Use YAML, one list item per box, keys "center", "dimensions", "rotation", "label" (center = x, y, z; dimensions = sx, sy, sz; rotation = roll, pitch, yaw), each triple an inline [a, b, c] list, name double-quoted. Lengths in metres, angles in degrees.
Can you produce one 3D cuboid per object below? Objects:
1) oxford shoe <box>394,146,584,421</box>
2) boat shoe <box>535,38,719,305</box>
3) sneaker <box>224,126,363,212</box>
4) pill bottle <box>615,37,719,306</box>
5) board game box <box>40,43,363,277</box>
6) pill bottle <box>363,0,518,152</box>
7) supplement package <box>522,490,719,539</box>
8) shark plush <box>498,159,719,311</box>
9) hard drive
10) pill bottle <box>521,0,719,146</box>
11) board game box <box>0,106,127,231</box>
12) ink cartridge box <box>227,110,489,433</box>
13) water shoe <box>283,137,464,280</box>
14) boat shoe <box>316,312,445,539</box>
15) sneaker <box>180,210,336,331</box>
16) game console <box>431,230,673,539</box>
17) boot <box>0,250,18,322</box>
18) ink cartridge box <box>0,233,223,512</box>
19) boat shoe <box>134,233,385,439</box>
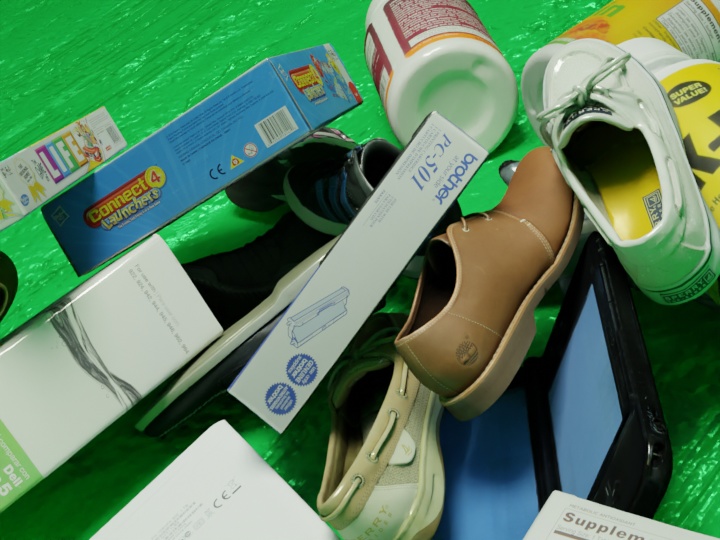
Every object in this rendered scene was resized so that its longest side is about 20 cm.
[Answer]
- center: [0.078, -0.013, 0.677]
  dimensions: [0.071, 0.071, 0.201]
  rotation: [-34, 21, 49]
  label: "oxford shoe"
- center: [0.134, -0.077, 0.646]
  dimensions: [0.074, 0.086, 0.204]
  rotation: [-31, 44, 23]
  label: "boat shoe"
- center: [-0.026, -0.092, 0.988]
  dimensions: [0.198, 0.081, 0.086]
  rotation: [16, 37, 35]
  label: "sneaker"
- center: [0.218, -0.058, 0.707]
  dimensions: [0.113, 0.115, 0.200]
  rotation: [-26, 43, -10]
  label: "pill bottle"
- center: [-0.108, -0.088, 0.854]
  dimensions: [0.198, 0.056, 0.196]
  rotation: [-30, 7, 15]
  label: "board game box"
- center: [0.065, -0.186, 1.036]
  dimensions: [0.113, 0.115, 0.201]
  rotation: [-18, 34, 2]
  label: "pill bottle"
- center: [0.091, 0.208, 0.460]
  dimensions: [0.113, 0.111, 0.200]
  rotation: [10, 44, 38]
  label: "supplement package"
- center: [0.160, 0.003, 0.795]
  dimensions: [0.198, 0.091, 0.084]
  rotation: [21, 67, 18]
  label: "shark plush"
- center: [-0.078, 0.178, 0.650]
  dimensions: [0.132, 0.025, 0.199]
  rotation: [-42, 37, -12]
  label: "hard drive"
- center: [0.234, -0.170, 0.924]
  dimensions: [0.199, 0.112, 0.111]
  rotation: [-34, 36, -21]
  label: "pill bottle"
- center: [-0.244, -0.045, 0.761]
  dimensions: [0.133, 0.034, 0.200]
  rotation: [-28, 13, 13]
  label: "board game box"
- center: [0.000, 0.000, 0.703]
  dimensions: [0.201, 0.044, 0.094]
  rotation: [-54, 0, 3]
  label: "ink cartridge box"
- center: [0.011, -0.063, 0.837]
  dimensions: [0.071, 0.080, 0.199]
  rotation: [-24, 33, -30]
  label: "water shoe"
- center: [0.007, 0.083, 0.683]
  dimensions: [0.073, 0.063, 0.202]
  rotation: [-41, 24, 28]
  label: "boat shoe"
- center: [-0.064, -0.003, 0.897]
  dimensions: [0.197, 0.061, 0.105]
  rotation: [-2, 36, 20]
  label: "sneaker"
- center: [0.076, 0.090, 0.638]
  dimensions: [0.115, 0.178, 0.201]
  rotation: [10, 35, -5]
  label: "game console"
- center: [-0.265, 0.030, 0.761]
  dimensions: [0.143, 0.071, 0.201]
  rotation: [-22, 17, 39]
  label: "boot"
- center: [-0.209, 0.073, 0.788]
  dimensions: [0.199, 0.085, 0.145]
  rotation: [-39, 10, -26]
  label: "ink cartridge box"
- center: [-0.065, 0.061, 0.791]
  dimensions: [0.199, 0.066, 0.075]
  rotation: [-41, 8, 1]
  label: "boat shoe"
